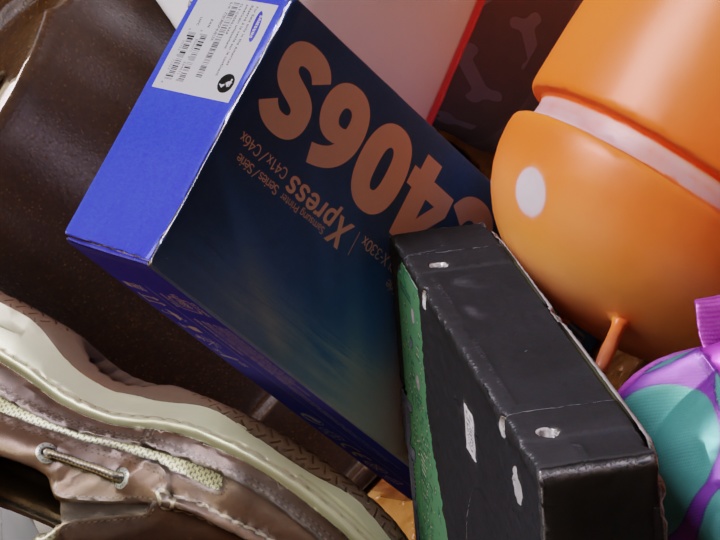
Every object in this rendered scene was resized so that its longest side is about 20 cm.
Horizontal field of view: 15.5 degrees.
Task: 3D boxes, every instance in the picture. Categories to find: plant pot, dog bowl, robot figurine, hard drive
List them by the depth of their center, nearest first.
[{"bbox_3d":[0.048,0.081,0.763,0.200,0.038,0.140,-122,26,-70],"label":"hard drive"},{"bbox_3d":[0.118,-0.054,0.828,0.144,0.117,0.200,31,86,36],"label":"robot figurine"},{"bbox_3d":[0.043,-0.148,1.010,0.200,0.058,0.201,-168,90,-73],"label":"dog bowl"},{"bbox_3d":[-0.090,-0.017,1.011,0.200,0.198,0.201,-35,36,31],"label":"plant pot"}]

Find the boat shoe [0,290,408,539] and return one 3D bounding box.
[{"bbox_3d":[-0.077,0.079,0.875,0.202,0.075,0.075,24,65,28],"label":"boat shoe"}]

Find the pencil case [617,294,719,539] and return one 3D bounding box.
[{"bbox_3d":[0.122,0.098,0.692,0.085,0.093,0.200,-13,34,-4],"label":"pencil case"}]

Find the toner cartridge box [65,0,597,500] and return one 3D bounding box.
[{"bbox_3d":[0.000,0.000,0.857,0.043,0.200,0.095,17,74,44],"label":"toner cartridge box"}]

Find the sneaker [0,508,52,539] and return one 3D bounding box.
[{"bbox_3d":[-0.169,0.088,1.147,0.116,0.075,0.200,-50,31,13],"label":"sneaker"}]

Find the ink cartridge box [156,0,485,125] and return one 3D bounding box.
[{"bbox_3d":[-0.015,-0.150,0.939,0.148,0.085,0.200,-68,26,17],"label":"ink cartridge box"}]
